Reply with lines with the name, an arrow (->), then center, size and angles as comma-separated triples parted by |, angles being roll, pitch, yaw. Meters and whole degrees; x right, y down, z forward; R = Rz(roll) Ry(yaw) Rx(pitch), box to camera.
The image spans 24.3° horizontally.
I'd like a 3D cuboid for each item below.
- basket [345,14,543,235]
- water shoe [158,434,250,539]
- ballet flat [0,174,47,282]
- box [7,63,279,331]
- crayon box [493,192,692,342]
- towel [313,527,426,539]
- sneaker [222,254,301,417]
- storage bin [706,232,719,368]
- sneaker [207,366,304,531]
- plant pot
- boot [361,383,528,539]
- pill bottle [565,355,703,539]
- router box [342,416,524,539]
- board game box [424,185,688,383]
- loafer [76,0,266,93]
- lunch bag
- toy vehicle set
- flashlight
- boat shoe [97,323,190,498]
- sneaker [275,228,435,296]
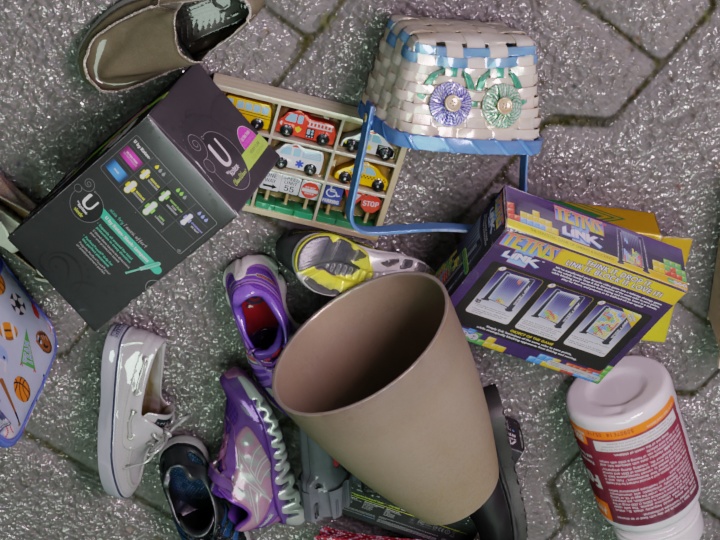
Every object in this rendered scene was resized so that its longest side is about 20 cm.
basket -> 0.078, -0.128, 1.548 | 0.175, 0.139, 0.202 | -2, 117, -18
water shoe -> -0.174, 0.274, 1.812 | 0.071, 0.079, 0.201 | -17, 119, 9
ballet flat -> -0.322, -0.028, 1.644 | 0.199, 0.067, 0.068 | 34, 114, -19
box -> -0.199, -0.069, 1.554 | 0.200, 0.149, 0.124 | -37, 103, 26
crayon box -> 0.221, 0.000, 1.684 | 0.198, 0.051, 0.128 | 8, 119, -5
towel -> 0.055, 0.329, 1.837 | 0.198, 0.023, 0.145 | 4, 144, 10
sneaker -> -0.090, 0.084, 1.704 | 0.080, 0.084, 0.201 | -21, 119, 11
storage bin -> 0.455, -0.011, 1.660 | 0.196, 0.094, 0.202 | 0, 119, -1
sneaker -> -0.122, 0.197, 1.759 | 0.088, 0.081, 0.202 | -20, 119, -10
plant pot -> 0.045, 0.138, 1.571 | 0.186, 0.188, 0.201 | -26, 118, 13
boot -> 0.081, 0.220, 1.714 | 0.156, 0.080, 0.213 | -13, 108, -2
pill bottle -> 0.293, 0.201, 1.764 | 0.113, 0.114, 0.201 | -17, 118, 8
router box -> 0.054, 0.202, 1.787 | 0.198, 0.062, 0.151 | 20, 118, -12
board game box -> 0.184, 0.017, 1.600 | 0.198, 0.057, 0.166 | 19, 135, -19
loafer -> -0.176, -0.221, 1.537 | 0.199, 0.070, 0.075 | -28, 117, 14
lunch bag -> -0.377, 0.077, 1.626 | 0.075, 0.201, 0.161 | -20, 119, 20
toy vehicle set -> -0.061, -0.109, 1.628 | 0.198, 0.027, 0.125 | 13, 119, -8
flashlight -> -0.036, 0.153, 1.692 | 0.067, 0.068, 0.202 | -7, 121, -5
boat shoe -> -0.221, 0.153, 1.743 | 0.085, 0.075, 0.204 | 11, 113, 12
sneaker -> 0.000, 0.000, 1.671 | 0.199, 0.084, 0.075 | 27, 92, -38
